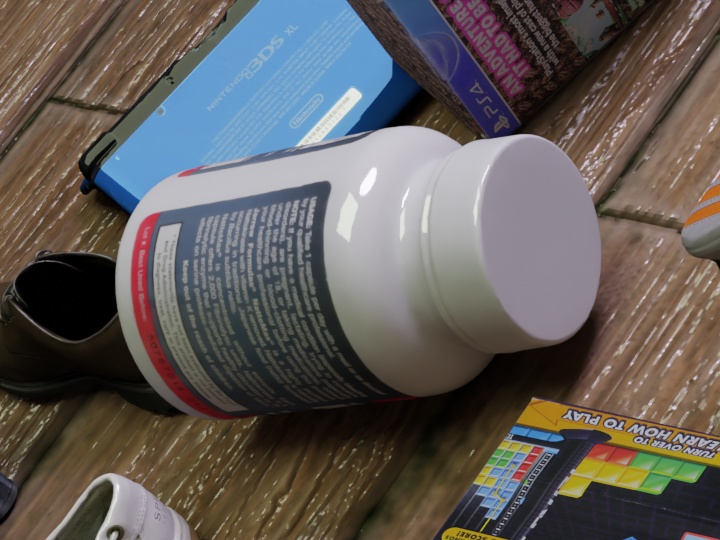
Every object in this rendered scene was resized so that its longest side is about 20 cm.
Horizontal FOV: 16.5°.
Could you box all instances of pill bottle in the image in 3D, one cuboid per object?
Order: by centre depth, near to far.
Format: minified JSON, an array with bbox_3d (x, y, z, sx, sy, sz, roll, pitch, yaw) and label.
[{"bbox_3d":[0.000,0.000,1.102,0.200,0.120,0.120,-9,46,40],"label":"pill bottle"}]

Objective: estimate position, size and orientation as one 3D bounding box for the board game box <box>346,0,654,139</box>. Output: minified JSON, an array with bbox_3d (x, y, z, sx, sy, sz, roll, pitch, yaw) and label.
[{"bbox_3d":[0.077,-0.188,1.178,0.200,0.159,0.097,-43,49,-1],"label":"board game box"}]

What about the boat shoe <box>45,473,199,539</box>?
[{"bbox_3d":[-0.160,0.174,1.115,0.200,0.069,0.071,-52,38,-12],"label":"boat shoe"}]

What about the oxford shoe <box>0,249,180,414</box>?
[{"bbox_3d":[-0.154,0.019,1.272,0.200,0.084,0.073,-1,53,47],"label":"oxford shoe"}]

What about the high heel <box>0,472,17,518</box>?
[{"bbox_3d":[-0.285,0.082,1.280,0.200,0.143,0.071,-9,46,40],"label":"high heel"}]

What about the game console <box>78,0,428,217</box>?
[{"bbox_3d":[-0.047,-0.088,1.340,0.171,0.118,0.200,40,83,25],"label":"game console"}]

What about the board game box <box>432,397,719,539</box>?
[{"bbox_3d":[0.106,0.130,0.802,0.200,0.057,0.165,10,44,33],"label":"board game box"}]

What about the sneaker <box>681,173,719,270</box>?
[{"bbox_3d":[0.206,-0.010,0.894,0.078,0.112,0.200,-52,9,-16],"label":"sneaker"}]
